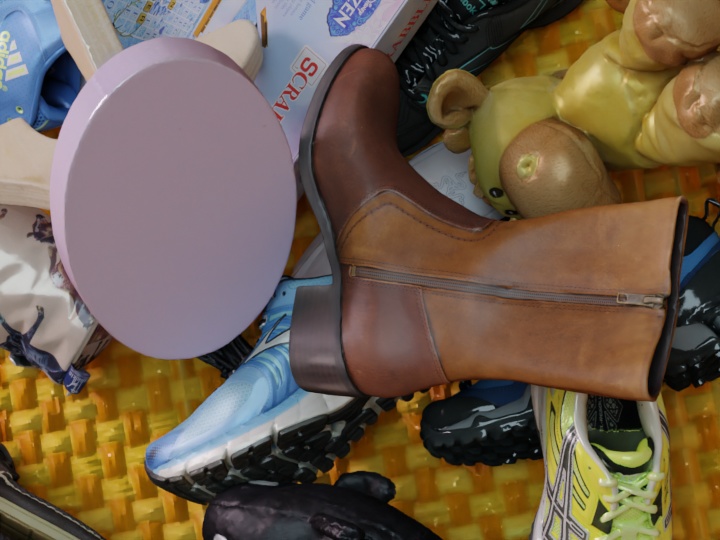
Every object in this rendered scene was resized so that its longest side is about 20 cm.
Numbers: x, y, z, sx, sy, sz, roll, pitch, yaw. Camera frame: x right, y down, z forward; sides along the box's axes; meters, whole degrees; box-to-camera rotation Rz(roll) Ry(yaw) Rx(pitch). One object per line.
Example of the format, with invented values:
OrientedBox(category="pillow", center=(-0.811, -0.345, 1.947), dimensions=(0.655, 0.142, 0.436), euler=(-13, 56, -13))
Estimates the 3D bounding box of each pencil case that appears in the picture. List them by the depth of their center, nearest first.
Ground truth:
OrientedBox(category="pencil case", center=(-0.224, -0.008, 1.582), dimensions=(0.199, 0.078, 0.090), euler=(28, 109, -2))

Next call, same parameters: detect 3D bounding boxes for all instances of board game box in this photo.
OrientedBox(category="board game box", center=(-0.079, -0.145, 1.587), dimensions=(0.199, 0.041, 0.200), euler=(43, 110, 17))

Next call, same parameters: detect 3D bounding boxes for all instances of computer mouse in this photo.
OrientedBox(category="computer mouse", center=(0.000, 0.000, 1.583), dimensions=(0.200, 0.044, 0.110), euler=(-43, 75, 0))

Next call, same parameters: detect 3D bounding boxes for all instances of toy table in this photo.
OrientedBox(category="toy table", center=(-0.113, -0.061, 1.487), dimensions=(0.183, 0.201, 0.117), euler=(-17, 44, -22))

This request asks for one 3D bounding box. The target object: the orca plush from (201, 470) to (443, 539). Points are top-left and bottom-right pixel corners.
OrientedBox(category="orca plush", center=(-0.001, 0.157, 1.465), dimensions=(0.200, 0.071, 0.105), euler=(39, 82, 25))

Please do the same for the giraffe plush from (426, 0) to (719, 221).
OrientedBox(category="giraffe plush", center=(0.126, -0.081, 1.513), dimensions=(0.162, 0.200, 0.173), euler=(-29, 101, 6))

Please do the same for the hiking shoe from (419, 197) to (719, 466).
OrientedBox(category="hiking shoe", center=(0.118, 0.040, 1.548), dimensions=(0.199, 0.074, 0.087), euler=(-23, 69, -5))

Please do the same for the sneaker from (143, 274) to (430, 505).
OrientedBox(category="sneaker", center=(-0.032, 0.051, 1.541), dimensions=(0.200, 0.078, 0.090), euler=(-34, 62, 4))

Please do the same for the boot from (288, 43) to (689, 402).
OrientedBox(category="boot", center=(0.065, -0.028, 1.443), dimensions=(0.199, 0.068, 0.189), euler=(-2, 68, 27))

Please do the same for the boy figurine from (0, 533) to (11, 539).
OrientedBox(category="boy figurine", center=(-0.110, 0.195, 1.534), dimensions=(0.199, 0.124, 0.065), euler=(16, 55, -16))

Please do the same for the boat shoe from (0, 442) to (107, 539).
OrientedBox(category="boat shoe", center=(-0.220, 0.115, 1.585), dimensions=(0.199, 0.073, 0.065), euler=(25, 52, 8))

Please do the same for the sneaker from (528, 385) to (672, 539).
OrientedBox(category="sneaker", center=(0.123, 0.121, 1.459), dimensions=(0.075, 0.076, 0.201), euler=(-9, 89, -9))

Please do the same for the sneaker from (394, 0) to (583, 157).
OrientedBox(category="sneaker", center=(0.045, -0.136, 1.584), dimensions=(0.200, 0.079, 0.075), euler=(-43, 77, 2))

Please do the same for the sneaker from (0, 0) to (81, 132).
OrientedBox(category="sneaker", center=(-0.221, -0.097, 1.599), dimensions=(0.105, 0.076, 0.200), euler=(50, 119, 13))
